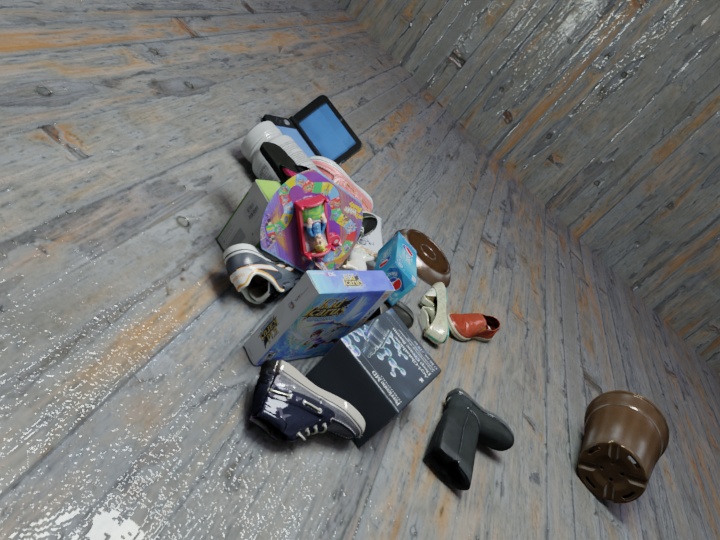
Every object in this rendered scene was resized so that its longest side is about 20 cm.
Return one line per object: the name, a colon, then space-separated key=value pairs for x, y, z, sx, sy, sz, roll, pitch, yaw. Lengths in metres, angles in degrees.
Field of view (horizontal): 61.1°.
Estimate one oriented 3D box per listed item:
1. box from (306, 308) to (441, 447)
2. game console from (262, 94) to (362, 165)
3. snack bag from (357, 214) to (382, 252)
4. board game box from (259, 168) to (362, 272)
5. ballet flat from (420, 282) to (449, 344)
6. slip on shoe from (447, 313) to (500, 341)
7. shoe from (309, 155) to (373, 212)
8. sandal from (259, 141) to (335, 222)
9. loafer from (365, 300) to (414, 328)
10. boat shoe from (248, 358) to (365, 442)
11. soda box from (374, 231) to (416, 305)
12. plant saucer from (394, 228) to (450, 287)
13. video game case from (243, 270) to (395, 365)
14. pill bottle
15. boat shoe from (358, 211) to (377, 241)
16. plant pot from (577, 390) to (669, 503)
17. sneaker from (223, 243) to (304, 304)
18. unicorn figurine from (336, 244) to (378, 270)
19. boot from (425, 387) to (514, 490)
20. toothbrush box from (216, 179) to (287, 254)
box: x=0.028 y=0.176 z=1.050 sx=0.149 sy=0.107 sz=0.199 roll=50 pitch=29 yaw=10
game console: x=-0.122 y=-0.351 z=1.547 sx=0.202 sy=0.119 sz=0.169 roll=53 pitch=29 yaw=18
snack bag: x=-0.016 y=-0.123 z=1.486 sx=0.197 sy=0.021 sz=0.191 roll=32 pitch=30 yaw=-23
board game box: x=-0.070 y=-0.069 z=1.027 sx=0.198 sy=0.160 sz=0.039 roll=31 pitch=5 yaw=-41
ballet flat: x=0.168 y=0.085 z=1.409 sx=0.061 sy=0.068 sz=0.202 roll=24 pitch=32 yaw=-14
slip on shoe: x=0.274 y=0.131 z=1.492 sx=0.197 sy=0.061 sz=0.075 roll=12 pitch=43 yaw=-44
shoe: x=-0.053 y=-0.184 z=1.423 sx=0.198 sy=0.072 sz=0.092 roll=37 pitch=26 yaw=-15
sandal: x=-0.109 y=-0.167 z=1.082 sx=0.201 sy=0.045 sz=0.074 roll=52 pitch=29 yaw=17
loafer: x=0.026 y=0.082 z=1.200 sx=0.196 sy=0.074 sz=0.072 roll=18 pitch=17 yaw=-24
boat shoe: x=-0.080 y=0.222 z=0.900 sx=0.198 sy=0.074 sz=0.094 roll=37 pitch=49 yaw=-22
soda box: x=0.073 y=-0.008 z=1.258 sx=0.064 sy=0.068 sz=0.201 roll=46 pitch=18 yaw=-11
plant saucer: x=0.172 y=-0.041 z=1.619 sx=0.198 sy=0.032 sz=0.202 roll=33 pitch=29 yaw=-20
video game case: x=-0.062 y=0.075 z=0.984 sx=0.198 sy=0.182 sz=0.046 roll=-1 pitch=49 yaw=-53
pill bottle: x=-0.162 y=-0.216 z=1.316 sx=0.201 sy=0.114 sz=0.113 roll=49 pitch=28 yaw=9
boat shoe: x=-0.024 y=-0.079 z=1.335 sx=0.067 sy=0.073 sz=0.198 roll=31 pitch=33 yaw=30
plant pot: x=0.604 y=0.418 z=1.424 sx=0.201 sy=0.201 sz=0.197 roll=48 pitch=35 yaw=9
sneaker: x=-0.152 y=0.019 z=1.053 sx=0.198 sy=0.078 sz=0.081 roll=16 pitch=49 yaw=-51
unicorn figurine: x=0.000 y=0.000 z=1.303 sx=0.136 sy=0.074 sz=0.201 roll=36 pitch=13 yaw=-15
boot: x=0.209 y=0.328 z=1.130 sx=0.163 sy=0.066 sz=0.200 roll=36 pitch=25 yaw=2
toothbrush box: x=-0.142 y=-0.080 z=1.126 sx=0.198 sy=0.146 sz=0.087 roll=-5 pitch=52 yaw=-54
